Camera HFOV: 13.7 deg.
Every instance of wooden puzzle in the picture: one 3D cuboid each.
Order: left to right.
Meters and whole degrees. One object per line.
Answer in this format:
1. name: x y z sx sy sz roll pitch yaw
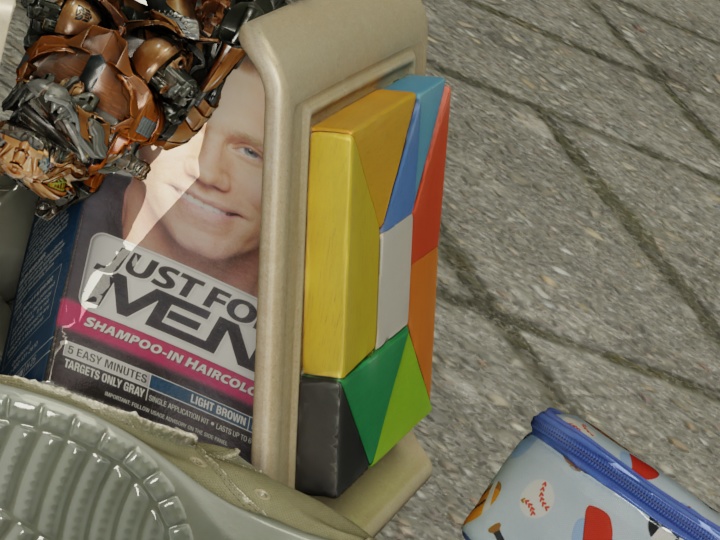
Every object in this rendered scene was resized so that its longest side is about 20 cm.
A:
1. wooden puzzle: 0.000 0.000 1.091 0.037 0.201 0.185 1 12 16

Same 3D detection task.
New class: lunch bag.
1. lunch bag: 0.131 0.131 1.150 0.160 0.076 0.200 32 -2 24

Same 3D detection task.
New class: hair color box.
1. hair color box: -0.073 -0.006 1.158 0.100 0.061 0.201 24 49 -19

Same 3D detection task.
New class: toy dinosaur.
1. toy dinosaur: -0.081 -0.090 1.097 0.102 0.136 0.200 19 23 -10

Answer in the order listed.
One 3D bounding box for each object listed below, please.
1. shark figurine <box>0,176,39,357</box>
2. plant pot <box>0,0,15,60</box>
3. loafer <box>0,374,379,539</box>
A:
1. shark figurine: -0.139 -0.033 1.244 0.128 0.090 0.214 32 20 5
2. plant pot: -0.217 -0.054 1.026 0.176 0.201 0.200 15 20 -8
3. loafer: -0.065 0.088 0.951 0.199 0.075 0.070 27 5 -18
